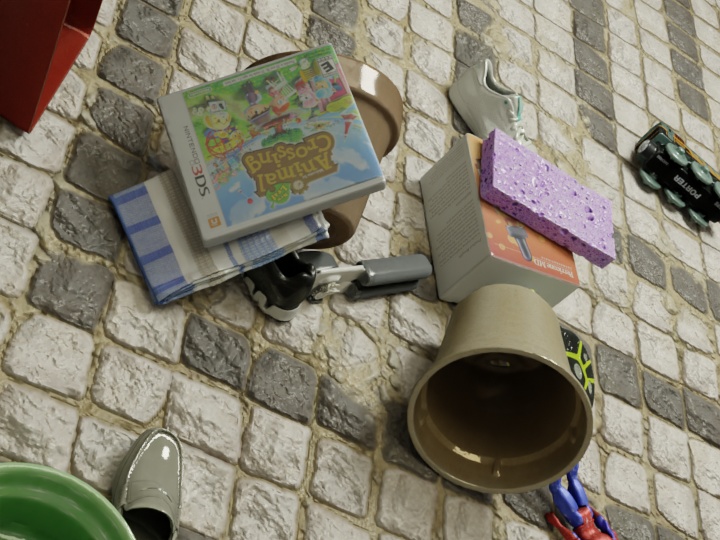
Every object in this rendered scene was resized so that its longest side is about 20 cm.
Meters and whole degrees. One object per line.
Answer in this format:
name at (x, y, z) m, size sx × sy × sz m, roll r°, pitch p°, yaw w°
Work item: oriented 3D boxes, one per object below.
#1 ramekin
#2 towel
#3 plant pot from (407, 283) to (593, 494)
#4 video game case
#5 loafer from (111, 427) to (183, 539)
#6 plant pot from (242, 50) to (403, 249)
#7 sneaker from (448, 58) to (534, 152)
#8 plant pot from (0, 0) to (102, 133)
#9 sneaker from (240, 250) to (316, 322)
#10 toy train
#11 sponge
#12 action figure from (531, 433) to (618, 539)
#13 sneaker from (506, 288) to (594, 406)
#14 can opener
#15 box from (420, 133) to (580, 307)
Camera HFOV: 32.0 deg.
ramekin at (-0.274, 0.258, 0.968) m, size 0.200 × 0.098 × 0.200 m, roll 16°, pitch 51°, yaw -21°
towel at (-0.149, -0.060, 1.320) m, size 0.200 × 0.024 × 0.147 m, roll -23°, pitch 69°, yaw -8°
plant pot at (0.161, 0.118, 1.427) m, size 0.200 × 0.200 × 0.184 m, roll 36°, pitch 30°, yaw -13°
video game case at (-0.096, -0.135, 1.324) m, size 0.200 × 0.022 × 0.182 m, roll -19°, pitch 68°, yaw -5°
loafer at (-0.187, 0.221, 1.111) m, size 0.070 × 0.070 × 0.200 m, roll 26°, pitch 45°, yaw -23°
plant pot at (-0.055, -0.125, 1.431) m, size 0.200 × 0.200 × 0.175 m, roll 21°, pitch 60°, yaw -28°
sneaker at (0.208, -0.209, 1.791) m, size 0.075 × 0.088 × 0.200 m, roll -22°, pitch 74°, yaw -49°
plant pot at (-0.367, -0.301, 1.296) m, size 0.176 × 0.200 × 0.200 m, roll 24°, pitch 44°, yaw -10°
sneaker at (-0.122, -0.038, 1.361) m, size 0.200 × 0.090 × 0.066 m, roll 45°, pitch 42°, yaw -3°
toy train at (0.528, -0.155, 2.037) m, size 0.200 × 0.085 × 0.114 m, roll 36°, pitch 32°, yaw -13°
sponge at (0.239, -0.091, 1.603) m, size 0.200 × 0.030 × 0.112 m, roll 29°, pitch 42°, yaw -20°
action figure at (0.251, 0.280, 1.464) m, size 0.065 × 0.052 × 0.200 m, roll -16°, pitch 75°, yaw -41°
sneaker at (0.227, 0.105, 1.572) m, size 0.200 × 0.076 × 0.075 m, roll 52°, pitch 34°, yaw -23°
can opener at (0.000, 0.000, 1.467) m, size 0.200 × 0.053 × 0.067 m, roll -2°, pitch 59°, yaw -42°
box at (0.178, -0.051, 1.623) m, size 0.152 × 0.106 × 0.200 m, roll 17°, pitch 48°, yaw -31°
